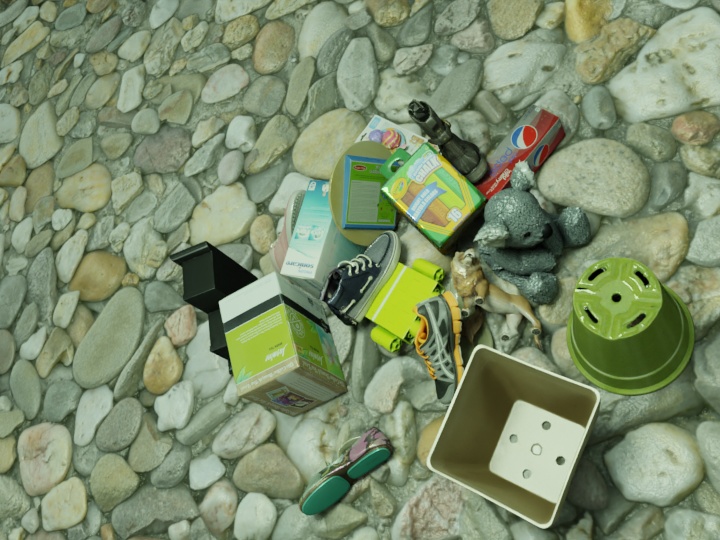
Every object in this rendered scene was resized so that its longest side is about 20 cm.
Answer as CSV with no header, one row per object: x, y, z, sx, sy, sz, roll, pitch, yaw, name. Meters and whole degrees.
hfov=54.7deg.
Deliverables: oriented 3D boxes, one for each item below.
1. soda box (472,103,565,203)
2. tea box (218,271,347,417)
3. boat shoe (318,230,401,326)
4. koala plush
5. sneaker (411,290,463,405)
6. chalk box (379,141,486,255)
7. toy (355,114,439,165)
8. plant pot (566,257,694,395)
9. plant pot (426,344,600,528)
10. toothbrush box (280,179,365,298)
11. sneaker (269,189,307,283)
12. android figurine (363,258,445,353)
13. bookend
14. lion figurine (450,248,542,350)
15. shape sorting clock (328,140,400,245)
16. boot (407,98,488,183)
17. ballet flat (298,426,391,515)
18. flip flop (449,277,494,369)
0.293,-0.208,1.308,0.201,0.063,0.070,-51,56,1,soda box
-0.143,0.144,1.303,0.132,0.200,0.199,-26,61,14,tea box
0.000,0.000,1.314,0.074,0.092,0.202,18,77,46,boat shoe
0.266,-0.074,1.184,0.183,0.200,0.179,28,84,33,koala plush
0.131,0.136,1.196,0.076,0.078,0.203,-8,103,-11,sneaker
0.122,-0.146,1.296,0.200,0.124,0.125,44,92,10,chalk box
0.059,-0.258,1.459,0.199,0.047,0.116,35,86,33,toy
0.399,0.069,1.063,0.197,0.190,0.203,-11,64,23,plant pot
0.249,0.260,1.065,0.198,0.177,0.202,20,78,32,plant pot
-0.060,-0.055,1.377,0.084,0.146,0.203,6,73,31,toothbrush box
-0.145,-0.071,1.428,0.104,0.075,0.203,19,119,41,sneaker
0.080,0.060,1.302,0.199,0.041,0.184,25,82,48,android figurine
-0.284,0.079,1.403,0.091,0.199,0.203,-19,62,16,bookend
0.236,0.051,1.207,0.073,0.199,0.123,-49,9,32,lion figurine
0.013,-0.149,1.351,0.039,0.199,0.202,13,75,46,shape sorting clock
0.152,-0.257,1.304,0.069,0.174,0.200,-46,24,8,boot
-0.033,0.354,1.246,0.199,0.069,0.071,-39,39,3,ballet flat
0.190,0.082,1.243,0.080,0.058,0.203,-11,65,23,flip flop
